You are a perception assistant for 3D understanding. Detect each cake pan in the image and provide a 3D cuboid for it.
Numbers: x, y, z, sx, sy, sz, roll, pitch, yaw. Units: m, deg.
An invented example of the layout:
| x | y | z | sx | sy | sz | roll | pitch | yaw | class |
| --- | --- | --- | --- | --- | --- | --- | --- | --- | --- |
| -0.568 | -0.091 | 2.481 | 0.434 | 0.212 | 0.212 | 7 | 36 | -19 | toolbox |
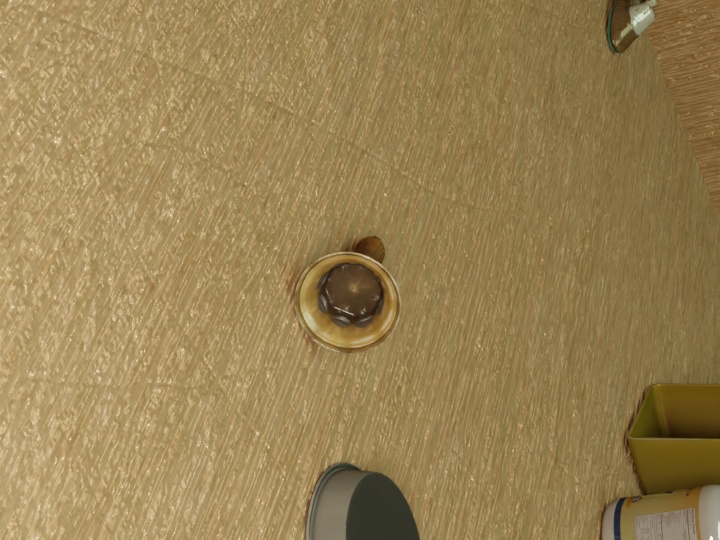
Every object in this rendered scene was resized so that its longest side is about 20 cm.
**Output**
| x | y | z | sx | sy | sz | roll | pitch | yaw | class |
| --- | --- | --- | --- | --- | --- | --- | --- | --- | --- |
| 0.010 | 0.283 | 1.676 | 0.200 | 0.037 | 0.200 | 38 | 45 | -54 | cake pan |

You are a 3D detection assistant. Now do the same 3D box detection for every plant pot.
| x | y | z | sx | sy | sz | roll | pitch | yaw | class |
| --- | --- | --- | --- | --- | --- | --- | --- | --- | --- |
| 0.524 | 0.291 | 2.606 | 0.200 | 0.200 | 0.177 | -45 | 130 | -62 | plant pot |

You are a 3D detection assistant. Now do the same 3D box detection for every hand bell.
| x | y | z | sx | sy | sz | roll | pitch | yaw | class |
| --- | --- | --- | --- | --- | --- | --- | --- | --- | --- |
| 0.000 | 0.000 | 1.761 | 0.200 | 0.104 | 0.104 | -69 | 141 | -70 | hand bell |

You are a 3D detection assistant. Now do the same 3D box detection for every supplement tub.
| x | y | z | sx | sy | sz | roll | pitch | yaw | class |
| --- | --- | --- | --- | --- | --- | --- | --- | --- | --- |
| 0.445 | 0.371 | 2.367 | 0.144 | 0.200 | 0.145 | 40 | 44 | -54 | supplement tub |

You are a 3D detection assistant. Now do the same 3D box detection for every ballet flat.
| x | y | z | sx | sy | sz | roll | pitch | yaw | class |
| --- | --- | --- | --- | --- | --- | --- | --- | --- | --- |
| 0.468 | -0.443 | 2.952 | 0.068 | 0.072 | 0.200 | 62 | 29 | -29 | ballet flat |
